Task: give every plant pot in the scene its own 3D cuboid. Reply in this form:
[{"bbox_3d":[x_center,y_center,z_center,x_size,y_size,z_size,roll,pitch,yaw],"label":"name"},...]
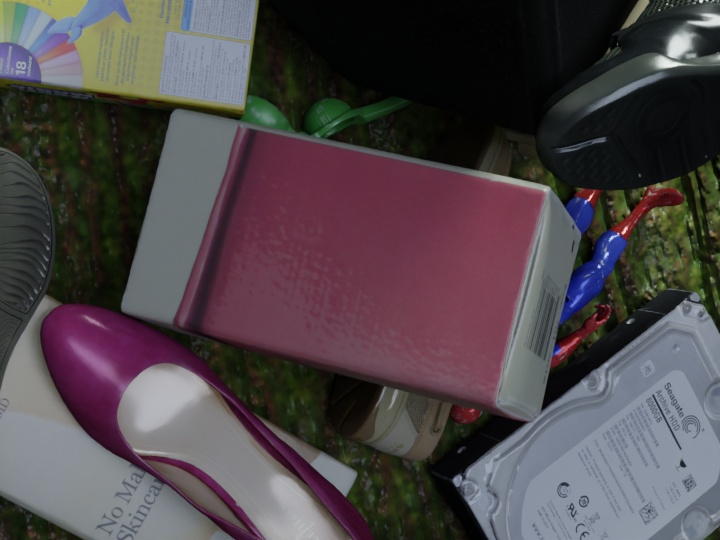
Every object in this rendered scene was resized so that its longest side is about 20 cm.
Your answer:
[{"bbox_3d":[0.058,-0.187,0.774,0.200,0.199,0.178,-56,148,-27],"label":"plant pot"}]

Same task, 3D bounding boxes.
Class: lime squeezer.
[{"bbox_3d":[-0.035,-0.098,0.862,0.199,0.038,0.071,6,56,-20],"label":"lime squeezer"}]

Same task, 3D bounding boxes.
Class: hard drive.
[{"bbox_3d":[0.156,0.122,0.921,0.200,0.038,0.140,-34,106,-18],"label":"hard drive"}]

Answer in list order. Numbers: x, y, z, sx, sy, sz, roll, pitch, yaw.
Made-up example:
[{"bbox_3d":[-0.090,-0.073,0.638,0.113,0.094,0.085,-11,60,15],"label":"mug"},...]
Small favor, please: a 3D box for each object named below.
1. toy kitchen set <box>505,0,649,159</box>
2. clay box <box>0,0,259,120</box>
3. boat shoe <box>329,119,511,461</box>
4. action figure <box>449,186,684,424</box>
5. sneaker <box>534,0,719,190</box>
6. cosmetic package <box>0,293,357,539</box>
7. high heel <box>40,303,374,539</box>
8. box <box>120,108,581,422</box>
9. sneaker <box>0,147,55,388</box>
[{"bbox_3d":[0.177,-0.071,0.876,0.163,0.199,0.181,-58,145,-28],"label":"toy kitchen set"},{"bbox_3d":[-0.153,-0.150,0.791,0.199,0.048,0.115,8,89,-8],"label":"clay box"},{"bbox_3d":[0.047,0.011,0.873,0.064,0.071,0.201,24,88,-27],"label":"boat shoe"},{"bbox_3d":[0.117,0.013,0.908,0.065,0.052,0.200,44,78,-20],"label":"action figure"},{"bbox_3d":[0.156,-0.116,0.753,0.199,0.114,0.076,-31,139,-12],"label":"sneaker"},{"bbox_3d":[-0.114,0.102,0.806,0.200,0.071,0.105,30,80,-18],"label":"cosmetic package"},{"bbox_3d":[-0.073,0.089,0.732,0.067,0.096,0.200,-45,104,-16],"label":"high heel"},{"bbox_3d":[0.000,0.000,0.772,0.199,0.128,0.109,13,85,17],"label":"box"},{"bbox_3d":[-0.222,0.034,0.743,0.075,0.106,0.201,34,53,-35],"label":"sneaker"}]
